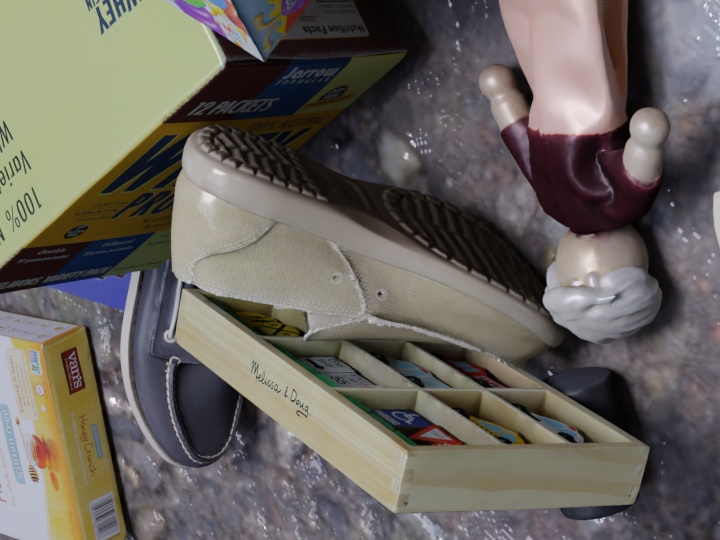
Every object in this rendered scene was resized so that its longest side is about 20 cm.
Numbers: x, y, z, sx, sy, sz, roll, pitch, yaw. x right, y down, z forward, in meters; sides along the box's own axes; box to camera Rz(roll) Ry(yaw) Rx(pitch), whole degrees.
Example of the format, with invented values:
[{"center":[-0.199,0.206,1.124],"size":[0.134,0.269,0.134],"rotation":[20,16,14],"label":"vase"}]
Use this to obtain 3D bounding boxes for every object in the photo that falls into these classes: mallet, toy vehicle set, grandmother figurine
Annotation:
[{"center":[0.052,0.069,0.957],"size":[0.199,0.041,0.066],"rotation":[11,116,48],"label":"mallet"},{"center":[0.016,0.053,0.870],"size":[0.200,0.123,0.027],"rotation":[31,114,53],"label":"toy vehicle set"},{"center":[0.094,-0.062,0.835],"size":[0.121,0.060,0.202],"rotation":[-140,37,-65],"label":"grandmother figurine"}]

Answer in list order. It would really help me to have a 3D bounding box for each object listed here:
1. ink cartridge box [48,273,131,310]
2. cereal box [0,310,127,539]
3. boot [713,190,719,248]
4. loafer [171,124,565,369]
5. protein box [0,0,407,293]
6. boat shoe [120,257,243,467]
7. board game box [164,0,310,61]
[{"center":[-0.170,-0.068,1.112],"size":[0.197,0.047,0.202],"rotation":[14,116,40],"label":"ink cartridge box"},{"center":[-0.235,0.097,1.262],"size":[0.199,0.039,0.145],"rotation":[6,113,44],"label":"cereal box"},{"center":[0.198,-0.051,0.721],"size":[0.154,0.072,0.202],"rotation":[-1,108,49],"label":"boot"},{"center":[0.000,0.000,0.874],"size":[0.069,0.199,0.076],"rotation":[-57,24,21],"label":"loafer"},{"center":[-0.123,-0.128,0.922],"size":[0.198,0.134,0.201],"rotation":[-37,74,34],"label":"protein box"},{"center":[-0.081,0.019,1.041],"size":[0.062,0.072,0.202],"rotation":[21,118,42],"label":"boat shoe"},{"center":[-0.029,-0.203,0.760],"size":[0.104,0.201,0.103],"rotation":[32,168,22],"label":"board game box"}]
